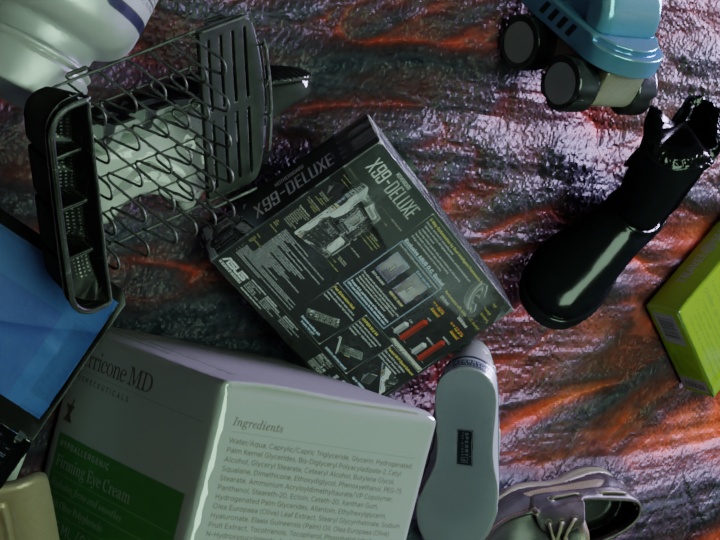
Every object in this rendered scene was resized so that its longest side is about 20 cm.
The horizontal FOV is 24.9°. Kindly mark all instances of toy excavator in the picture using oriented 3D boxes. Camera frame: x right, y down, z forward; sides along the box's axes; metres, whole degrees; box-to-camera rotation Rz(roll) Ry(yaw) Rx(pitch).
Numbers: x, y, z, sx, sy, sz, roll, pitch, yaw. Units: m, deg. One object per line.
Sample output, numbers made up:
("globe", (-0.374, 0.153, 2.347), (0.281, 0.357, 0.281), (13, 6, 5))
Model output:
("toy excavator", (0.198, -0.256, 1.376), (0.100, 0.195, 0.200), (0, 129, -39))

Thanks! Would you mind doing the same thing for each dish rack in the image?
("dish rack", (-0.129, -0.078, 1.074), (0.200, 0.055, 0.154), (-28, 134, -34))

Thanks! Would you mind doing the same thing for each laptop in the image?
("laptop", (-0.267, 0.042, 1.018), (0.177, 0.200, 0.103), (34, 113, -5))

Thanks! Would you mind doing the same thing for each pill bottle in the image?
("pill bottle", (-0.186, -0.205, 1.069), (0.120, 0.120, 0.200), (33, 79, -39))

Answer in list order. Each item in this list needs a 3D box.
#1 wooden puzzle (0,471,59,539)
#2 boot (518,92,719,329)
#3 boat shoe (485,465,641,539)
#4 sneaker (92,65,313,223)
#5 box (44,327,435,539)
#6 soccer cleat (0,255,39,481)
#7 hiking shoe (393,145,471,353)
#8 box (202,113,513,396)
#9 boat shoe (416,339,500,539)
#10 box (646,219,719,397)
("wooden puzzle", (-0.295, 0.218, 1.076), (0.199, 0.037, 0.185), (-10, 125, -13))
("boot", (0.228, -0.055, 1.418), (0.200, 0.076, 0.168), (-40, 164, -32))
("boat shoe", (0.180, 0.232, 1.502), (0.200, 0.073, 0.075), (-20, 112, -35))
("sneaker", (-0.121, -0.092, 1.184), (0.200, 0.074, 0.089), (-22, 114, -24))
("box", (-0.093, 0.150, 1.175), (0.200, 0.199, 0.172), (14, 90, -41))
("soccer cleat", (-0.255, 0.073, 1.121), (0.086, 0.070, 0.201), (55, 45, -74))
("hiking shoe", (0.027, -0.008, 1.334), (0.087, 0.074, 0.200), (-30, 116, -10))
("box", (0.000, 0.000, 1.260), (0.158, 0.050, 0.200), (-35, 123, 9))
("boat shoe", (0.093, 0.154, 1.414), (0.065, 0.073, 0.200), (-67, 168, -60))
("box", (0.377, 0.014, 1.630), (0.200, 0.048, 0.122), (-45, 126, -23))
